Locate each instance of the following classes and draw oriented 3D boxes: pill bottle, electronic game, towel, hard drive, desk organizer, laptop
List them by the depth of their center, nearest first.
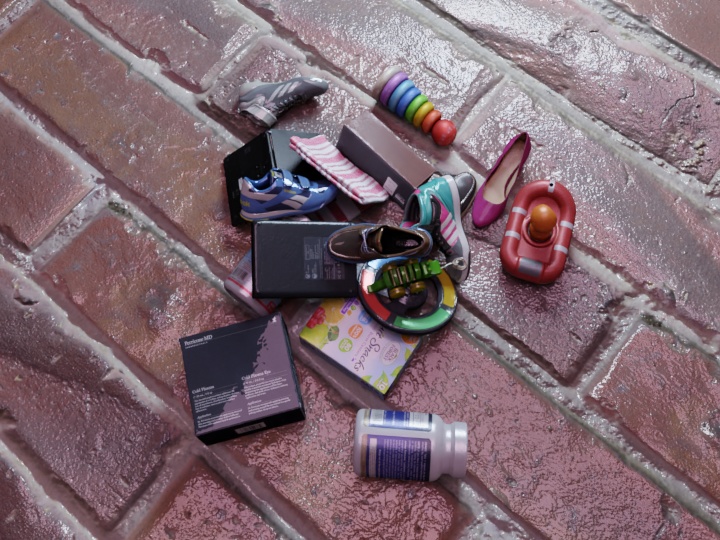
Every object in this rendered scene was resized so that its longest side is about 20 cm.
[{"bbox_3d":[0.088,0.309,1.479,0.195,0.116,0.118,4,69,5],"label":"pill bottle"},{"bbox_3d":[-0.104,-0.020,1.557,0.195,0.033,0.143,0,83,-17],"label":"hard drive"},{"bbox_3d":[0.089,0.038,1.592,0.195,0.042,0.203,7,50,-9],"label":"electronic game"},{"bbox_3d":[-0.164,-0.015,1.615,0.108,0.109,0.201,34,78,15],"label":"pill bottle"},{"bbox_3d":[-0.038,-0.199,1.651,0.199,0.146,0.030,39,110,11],"label":"towel"},{"bbox_3d":[0.051,-0.227,1.708,0.200,0.072,0.077,43,55,10],"label":"desk organizer"},{"bbox_3d":[-0.061,-0.157,1.717,0.198,0.023,0.145,-32,72,-10],"label":"towel"},{"bbox_3d":[-0.169,-0.187,1.719,0.198,0.103,0.180,-29,55,22],"label":"laptop"}]

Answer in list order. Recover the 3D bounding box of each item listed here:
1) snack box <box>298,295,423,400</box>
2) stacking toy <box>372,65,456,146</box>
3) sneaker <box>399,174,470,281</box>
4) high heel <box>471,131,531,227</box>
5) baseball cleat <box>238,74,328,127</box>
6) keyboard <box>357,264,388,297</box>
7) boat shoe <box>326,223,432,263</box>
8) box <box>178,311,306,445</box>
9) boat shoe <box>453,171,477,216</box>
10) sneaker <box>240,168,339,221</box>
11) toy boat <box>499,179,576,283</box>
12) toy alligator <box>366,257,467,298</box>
[{"bbox_3d":[0.002,0.127,1.587,0.198,0.053,0.143,33,73,14],"label":"snack box"},{"bbox_3d":[0.118,-0.332,1.752,0.085,0.086,0.200,-43,79,-13],"label":"stacking toy"},{"bbox_3d":[0.137,-0.069,1.589,0.118,0.083,0.205,-14,95,-21],"label":"sneaker"},{"bbox_3d":[0.277,-0.183,1.670,0.066,0.096,0.203,24,72,12],"label":"high heel"},{"bbox_3d":[-0.163,-0.356,1.783,0.195,0.070,0.109,-3,75,12],"label":"baseball cleat"},{"bbox_3d":[0.000,0.000,1.659,0.197,0.011,0.057,23,72,11],"label":"keyboard"},{"bbox_3d":[0.030,-0.055,1.517,0.195,0.072,0.074,-5,85,9],"label":"boat shoe"},{"bbox_3d":[-0.215,0.199,1.543,0.196,0.104,0.186,-14,70,-3],"label":"box"},{"bbox_3d":[0.164,-0.124,1.669,0.073,0.065,0.201,38,76,14],"label":"boat shoe"},{"bbox_3d":[-0.135,-0.151,1.588,0.196,0.084,0.074,-13,25,-15],"label":"sneaker"},{"bbox_3d":[0.346,-0.085,1.610,0.128,0.131,0.204,15,70,8],"label":"toy boat"},{"bbox_3d":[0.106,0.003,1.541,0.196,0.054,0.061,-15,74,-4],"label":"toy alligator"}]
